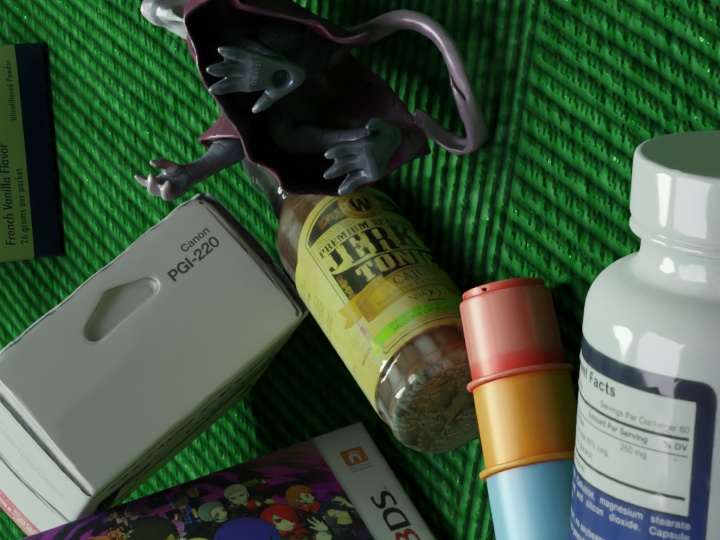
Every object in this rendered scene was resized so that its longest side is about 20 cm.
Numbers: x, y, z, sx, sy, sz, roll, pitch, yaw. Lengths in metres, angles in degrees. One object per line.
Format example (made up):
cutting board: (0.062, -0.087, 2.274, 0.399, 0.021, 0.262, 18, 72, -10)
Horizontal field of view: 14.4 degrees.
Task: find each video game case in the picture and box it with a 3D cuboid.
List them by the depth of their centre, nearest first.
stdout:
video game case: (-0.051, 0.168, 1.314, 0.036, 0.200, 0.181, 89, 157, -43)

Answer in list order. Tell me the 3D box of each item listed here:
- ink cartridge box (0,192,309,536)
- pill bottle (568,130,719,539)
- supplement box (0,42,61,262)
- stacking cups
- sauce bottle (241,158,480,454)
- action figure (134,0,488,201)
ink cartridge box: (-0.117, 0.056, 1.416, 0.085, 0.146, 0.200, 48, 163, 5)
pill bottle: (0.134, 0.055, 1.034, 0.111, 0.111, 0.200, 30, 121, 57)
supplement box: (-0.319, -0.065, 1.775, 0.200, 0.200, 0.134, 1, 97, 62)
stacking cups: (0.076, 0.105, 1.213, 0.061, 0.060, 0.200, -37, 62, 59)
sauce bottle: (0.000, 0.000, 1.326, 0.200, 0.065, 0.065, 53, 140, 42)
action figure: (-0.048, -0.112, 1.321, 0.200, 0.149, 0.134, -129, 22, -66)
